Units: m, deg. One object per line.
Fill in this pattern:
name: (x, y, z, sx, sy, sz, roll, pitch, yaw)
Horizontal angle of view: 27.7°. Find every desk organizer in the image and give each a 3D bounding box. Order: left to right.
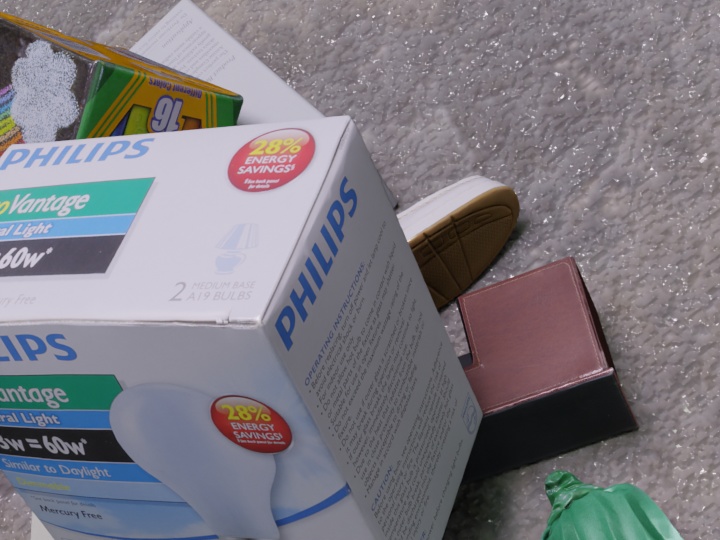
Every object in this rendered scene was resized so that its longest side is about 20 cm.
desk organizer: (0.042, 0.071, 0.806, 0.199, 0.072, 0.077, -20, 55, 11)

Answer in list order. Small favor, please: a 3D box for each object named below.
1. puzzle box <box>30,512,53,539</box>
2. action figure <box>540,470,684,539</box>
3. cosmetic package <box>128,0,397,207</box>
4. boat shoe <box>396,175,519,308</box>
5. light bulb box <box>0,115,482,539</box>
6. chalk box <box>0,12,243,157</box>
puzzle box: (-0.136, 0.106, 0.888, 0.132, 0.025, 0.201, -13, 60, 16)
action figure: (0.142, 0.175, 0.719, 0.118, 0.055, 0.201, -33, 49, 5)
cosmetic package: (-0.080, -0.078, 0.937, 0.102, 0.074, 0.200, -43, 58, -4)
boat shoe: (0.000, 0.000, 0.861, 0.199, 0.071, 0.069, -35, 50, -2)
light bulb box: (-0.072, 0.048, 0.690, 0.197, 0.201, 0.125, -2, 45, 27)
chalk box: (-0.176, -0.034, 0.865, 0.124, 0.124, 0.202, 26, 102, 36)
